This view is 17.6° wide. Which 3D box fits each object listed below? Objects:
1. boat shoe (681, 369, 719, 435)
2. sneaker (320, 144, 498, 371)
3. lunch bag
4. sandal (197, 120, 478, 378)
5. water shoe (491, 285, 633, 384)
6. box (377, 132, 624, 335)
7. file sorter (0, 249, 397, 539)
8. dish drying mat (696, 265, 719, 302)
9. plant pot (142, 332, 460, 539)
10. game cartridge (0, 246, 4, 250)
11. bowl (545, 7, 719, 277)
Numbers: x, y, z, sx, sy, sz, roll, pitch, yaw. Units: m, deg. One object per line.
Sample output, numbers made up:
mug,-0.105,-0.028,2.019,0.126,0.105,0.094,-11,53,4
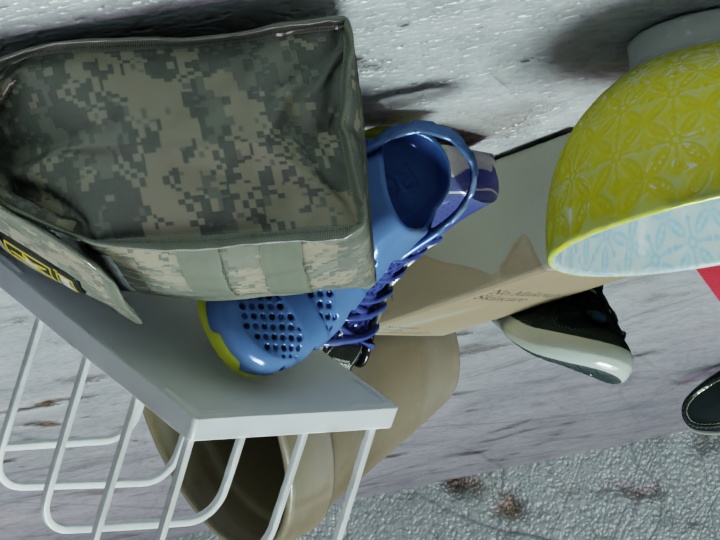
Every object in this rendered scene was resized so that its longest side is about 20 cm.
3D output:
boat shoe,0.438,0.125,2.548,0.199,0.076,0.060,-27,165,18
sneaker,-0.001,0.000,1.378,0.199,0.116,0.080,-17,168,34
lunch bag,-0.095,-0.042,1.087,0.199,0.118,0.164,-4,169,0
sandal,-0.007,-0.021,1.210,0.087,0.080,0.200,-19,-157,51
water shoe,0.132,0.015,1.537,0.071,0.079,0.200,20,-174,-20
box,0.090,-0.020,1.455,0.095,0.078,0.200,3,164,-46
file sorter,-0.109,0.084,1.255,0.138,0.125,0.200,1,-156,-43
dish drying mat,0.211,-0.017,1.319,0.018,0.200,0.077,-41,-173,-31
plant pot,-0.034,0.066,1.570,0.173,0.201,0.200,-23,176,-28
game cartridge,-0.177,-0.037,1.242,0.199,0.042,0.133,-7,173,-15
bowl,0.185,-0.072,1.194,0.199,0.108,0.200,-10,170,-2
